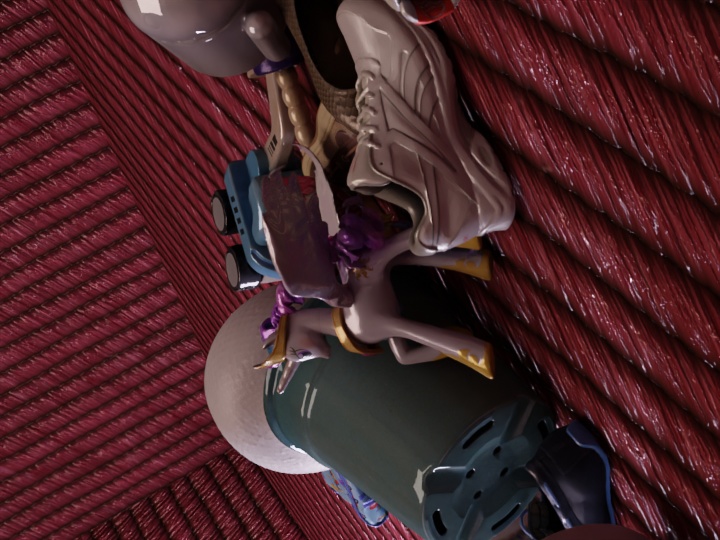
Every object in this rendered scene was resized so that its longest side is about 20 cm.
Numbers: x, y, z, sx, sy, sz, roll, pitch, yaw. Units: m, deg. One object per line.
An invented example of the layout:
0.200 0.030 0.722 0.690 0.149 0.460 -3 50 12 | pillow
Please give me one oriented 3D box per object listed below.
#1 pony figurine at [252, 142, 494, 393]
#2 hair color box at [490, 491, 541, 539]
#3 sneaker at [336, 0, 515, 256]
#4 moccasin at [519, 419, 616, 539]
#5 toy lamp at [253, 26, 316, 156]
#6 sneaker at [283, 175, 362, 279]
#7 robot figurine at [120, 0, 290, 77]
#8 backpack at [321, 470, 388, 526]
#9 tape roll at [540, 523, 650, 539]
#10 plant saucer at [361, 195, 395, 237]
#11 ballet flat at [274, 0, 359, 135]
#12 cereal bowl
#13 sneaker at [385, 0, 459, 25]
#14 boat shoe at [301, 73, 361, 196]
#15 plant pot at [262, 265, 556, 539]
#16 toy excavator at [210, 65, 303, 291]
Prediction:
0.000 0.000 0.983 0.167 0.199 0.194 -46 -49 -70 | pony figurine
0.119 0.237 1.219 0.200 0.100 0.061 36 151 60 | hair color box
0.025 -0.101 0.890 0.201 0.099 0.078 60 167 5 | sneaker
0.164 0.198 1.042 0.080 0.068 0.201 46 160 48 | moccasin
-0.055 -0.141 1.181 0.058 0.058 0.201 27 137 67 | toy lamp
-0.026 -0.017 1.133 0.075 0.081 0.200 32 169 43 | sneaker
-0.130 -0.231 1.046 0.169 0.113 0.200 33 -178 17 | robot figurine
0.032 0.192 1.392 0.200 0.134 0.183 33 149 59 | backpack
0.182 0.300 0.895 0.139 0.202 0.204 38 153 60 | tape roll
0.007 -0.007 1.299 0.201 0.032 0.201 57 167 21 | plant saucer
-0.018 -0.180 0.979 0.201 0.067 0.046 62 177 28 | ballet flat
-0.047 0.113 1.223 0.083 0.199 0.201 -126 13 -62 | cereal bowl
0.015 -0.196 0.800 0.094 0.070 0.200 65 166 -11 | sneaker
0.000 -0.093 1.076 0.072 0.072 0.200 56 162 14 | boat shoe
0.052 0.124 1.090 0.196 0.200 0.201 36 153 43 | plant pot
-0.082 -0.100 1.262 0.200 0.099 0.196 126 131 -59 | toy excavator
